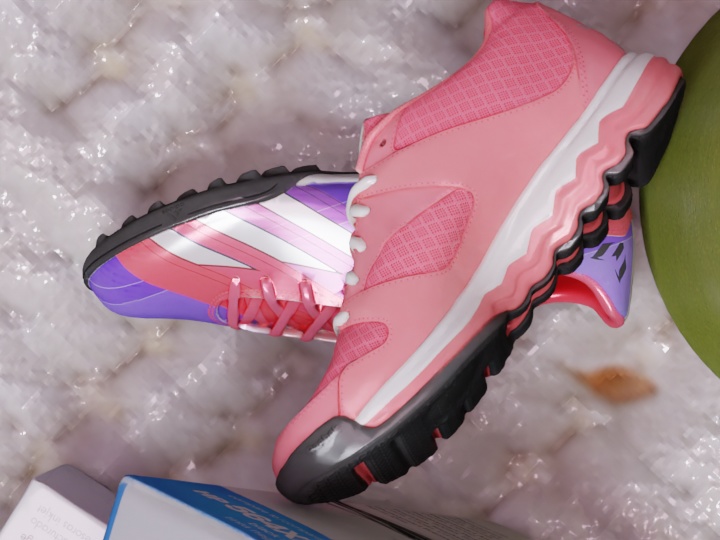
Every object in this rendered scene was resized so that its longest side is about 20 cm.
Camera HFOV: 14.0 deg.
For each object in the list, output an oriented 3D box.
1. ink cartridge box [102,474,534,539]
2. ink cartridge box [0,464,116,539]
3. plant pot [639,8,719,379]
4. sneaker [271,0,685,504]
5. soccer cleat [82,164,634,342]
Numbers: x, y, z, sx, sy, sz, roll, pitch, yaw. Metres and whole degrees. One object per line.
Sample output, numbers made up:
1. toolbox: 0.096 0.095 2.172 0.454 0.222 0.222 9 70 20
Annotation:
1. ink cartridge box: -0.006 0.157 0.994 0.084 0.200 0.146 20 96 43
2. ink cartridge box: -0.120 0.186 1.071 0.116 0.068 0.200 32 94 2
3. plant pot: 0.190 -0.026 0.978 0.187 0.200 0.187 0 91 4
4. sneaker: 0.023 -0.009 1.000 0.087 0.074 0.200 36 76 14
5. soccer cleat: 0.000 0.000 1.054 0.200 0.068 0.073 -10 76 1
